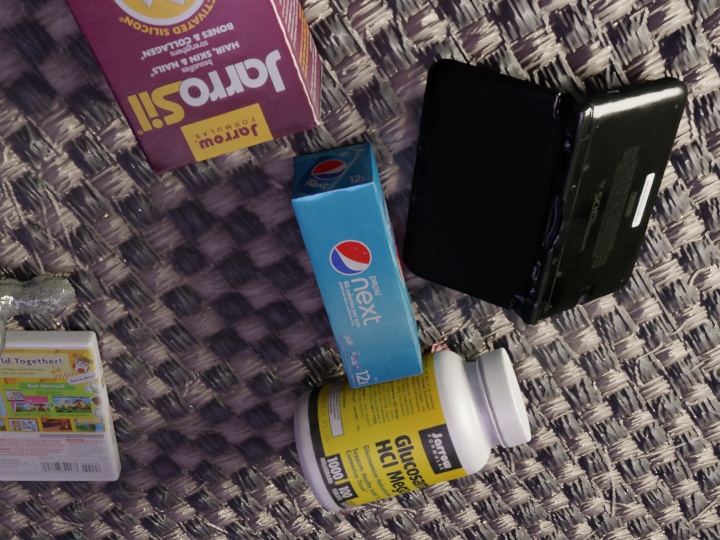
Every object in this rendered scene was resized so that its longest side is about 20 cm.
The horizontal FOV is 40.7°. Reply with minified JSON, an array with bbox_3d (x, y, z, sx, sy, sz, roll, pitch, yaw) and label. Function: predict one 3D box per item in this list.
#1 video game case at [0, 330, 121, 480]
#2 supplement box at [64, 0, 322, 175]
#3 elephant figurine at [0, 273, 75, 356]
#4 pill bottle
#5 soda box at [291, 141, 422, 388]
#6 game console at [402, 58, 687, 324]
[{"bbox_3d":[-0.338,0.132,0.922,0.196,0.023,0.184,1,127,-1],"label":"video game case"},{"bbox_3d":[-0.116,-0.185,0.640,0.129,0.104,0.202,-16,126,9],"label":"supplement box"},{"bbox_3d":[-0.362,0.065,0.795,0.198,0.142,0.156,23,118,-13],"label":"elephant figurine"},{"bbox_3d":[0.048,0.139,0.880,0.197,0.113,0.113,-18,126,12],"label":"pill bottle"},{"bbox_3d":[0.000,0.000,0.806,0.067,0.065,0.202,-11,127,7],"label":"soda box"},{"bbox_3d":[0.144,-0.072,0.785,0.174,0.116,0.202,-17,133,-27],"label":"game console"}]
